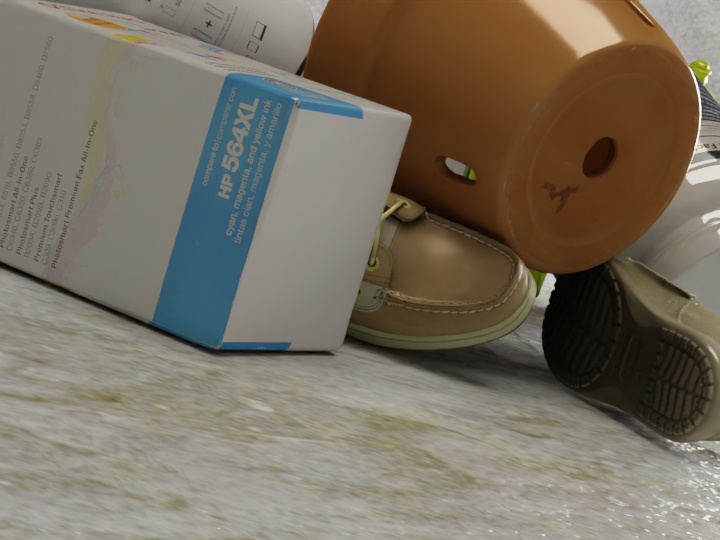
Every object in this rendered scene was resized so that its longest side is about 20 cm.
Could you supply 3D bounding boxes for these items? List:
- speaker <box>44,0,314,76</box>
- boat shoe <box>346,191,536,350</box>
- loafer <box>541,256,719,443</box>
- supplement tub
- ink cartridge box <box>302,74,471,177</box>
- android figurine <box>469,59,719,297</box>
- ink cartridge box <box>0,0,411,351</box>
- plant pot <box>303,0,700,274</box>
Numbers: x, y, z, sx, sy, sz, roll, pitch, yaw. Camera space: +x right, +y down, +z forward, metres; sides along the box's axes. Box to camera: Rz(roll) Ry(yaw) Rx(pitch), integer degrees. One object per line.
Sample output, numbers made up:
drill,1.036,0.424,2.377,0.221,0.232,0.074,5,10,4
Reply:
speaker,-0.125,-0.152,1.454,0.200,0.081,0.081,28,2,-27
boat shoe,-0.007,-0.013,1.423,0.200,0.074,0.066,11,-35,18
loafer,0.160,0.046,1.466,0.068,0.076,0.200,16,14,-26
supplement tub,0.170,-0.038,1.621,0.140,0.140,0.200,12,34,-39
ink cartridge box,0.005,-0.054,1.715,0.117,0.067,0.200,18,-13,1
android figurine,0.163,-0.059,1.768,0.182,0.200,0.041,18,32,-9
ink cartridge box,-0.102,-0.051,1.344,0.200,0.126,0.128,21,8,25
plant pot,0.089,-0.090,1.476,0.200,0.200,0.140,10,21,-44
